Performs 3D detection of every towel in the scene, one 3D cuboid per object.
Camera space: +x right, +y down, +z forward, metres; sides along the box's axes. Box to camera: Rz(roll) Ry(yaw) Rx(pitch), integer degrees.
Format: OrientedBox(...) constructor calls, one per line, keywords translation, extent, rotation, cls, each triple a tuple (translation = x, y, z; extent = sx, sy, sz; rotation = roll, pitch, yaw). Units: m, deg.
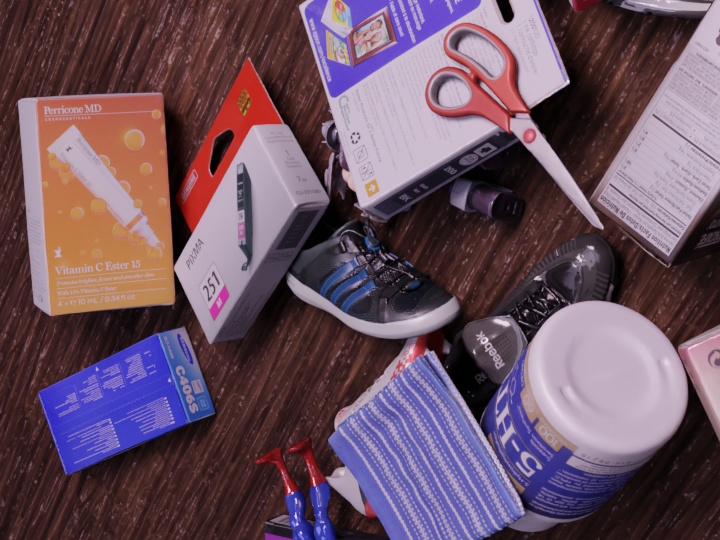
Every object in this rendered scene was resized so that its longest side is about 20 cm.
OrientedBox(translation=(0.047, 0.161, 1.076), extent=(0.146, 0.024, 0.200), rotation=(59, 149, 10), cls="towel")

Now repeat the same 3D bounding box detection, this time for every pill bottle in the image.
OrientedBox(translation=(0.155, 0.121, 1.017), extent=(0.120, 0.119, 0.201), rotation=(50, 150, 17), cls="pill bottle")

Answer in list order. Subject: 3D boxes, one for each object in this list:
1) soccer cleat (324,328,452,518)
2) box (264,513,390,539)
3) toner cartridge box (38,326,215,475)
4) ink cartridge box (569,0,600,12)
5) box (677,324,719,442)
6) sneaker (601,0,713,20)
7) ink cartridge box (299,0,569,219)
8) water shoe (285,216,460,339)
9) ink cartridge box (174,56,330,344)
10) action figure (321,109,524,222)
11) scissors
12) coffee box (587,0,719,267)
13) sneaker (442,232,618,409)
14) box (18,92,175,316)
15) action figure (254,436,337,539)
OrientedBox(translation=(0.021, 0.124, 1.179), extent=(0.085, 0.068, 0.202), rotation=(25, 116, 25), cls="soccer cleat")
OrientedBox(translation=(-0.025, 0.342, 1.265), extent=(0.142, 0.036, 0.203), rotation=(5, 99, 34), cls="box")
OrientedBox(translation=(-0.243, 0.136, 1.379), extent=(0.199, 0.043, 0.096), rotation=(-24, 84, 35), cls="toner cartridge box")
OrientedBox(translation=(0.210, -0.275, 0.887), extent=(0.198, 0.145, 0.084), rotation=(-27, 72, 6), cls="ink cartridge box")
OrientedBox(translation=(0.309, 0.121, 0.922), extent=(0.108, 0.128, 0.202), rotation=(-24, 82, 10), cls="box")
OrientedBox(translation=(0.196, -0.259, 0.987), extent=(0.199, 0.075, 0.117), rotation=(27, 114, 31), cls="sneaker")
OrientedBox(translation=(0.059, -0.174, 1.057), extent=(0.199, 0.043, 0.200), rotation=(-29, 65, 28), cls="ink cartridge box")
OrientedBox(translation=(0.000, 0.000, 1.144), extent=(0.199, 0.071, 0.080), rotation=(17, 124, 44), cls="water shoe")
OrientedBox(translation=(-0.118, -0.062, 1.215), extent=(0.175, 0.043, 0.200), rotation=(60, 137, 26), cls="ink cartridge box")
OrientedBox(translation=(0.042, -0.097, 1.130), extent=(0.199, 0.069, 0.132), rotation=(21, 116, 35), cls="action figure")
OrientedBox(translation=(0.120, -0.110, 0.968), extent=(0.200, 0.014, 0.074), rotation=(42, 104, 34), cls="scissors")
OrientedBox(translation=(0.260, -0.110, 0.944), extent=(0.080, 0.113, 0.201), rotation=(40, 119, 23), cls="coffee box")
OrientedBox(translation=(0.128, 0.050, 1.076), extent=(0.067, 0.090, 0.200), rotation=(51, 122, 16), cls="sneaker")
OrientedBox(translation=(-0.253, -0.067, 1.285), extent=(0.097, 0.123, 0.203), rotation=(-165, 71, -66), cls="box")
OrientedBox(translation=(-0.048, 0.261, 1.187), extent=(0.065, 0.099, 0.202), rotation=(-23, 90, 35), cls="action figure")
